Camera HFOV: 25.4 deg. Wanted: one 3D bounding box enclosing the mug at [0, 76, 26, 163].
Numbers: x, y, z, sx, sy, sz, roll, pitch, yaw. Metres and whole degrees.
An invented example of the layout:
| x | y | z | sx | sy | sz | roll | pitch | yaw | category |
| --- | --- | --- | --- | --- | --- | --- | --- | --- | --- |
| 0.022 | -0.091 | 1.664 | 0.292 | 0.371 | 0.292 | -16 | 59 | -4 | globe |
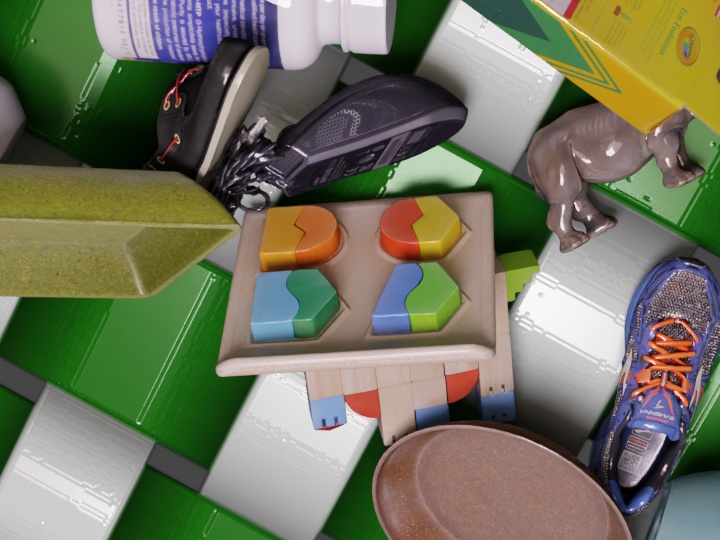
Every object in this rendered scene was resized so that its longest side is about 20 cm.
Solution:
| x | y | z | sx | sy | sz | roll | pitch | yaw | category |
| --- | --- | --- | --- | --- | --- | --- | --- | --- | --- |
| -0.330 | -0.106 | 1.159 | 0.152 | 0.187 | 0.150 | 28 | 70 | -9 | mug |

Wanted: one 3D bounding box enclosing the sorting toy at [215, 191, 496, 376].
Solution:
| x | y | z | sx | sy | sz | roll | pitch | yaw | category |
| --- | --- | --- | --- | --- | --- | --- | --- | --- | --- |
| 0.000 | 0.000 | 1.095 | 0.183 | 0.201 | 0.037 | -4 | 124 | 7 | sorting toy |

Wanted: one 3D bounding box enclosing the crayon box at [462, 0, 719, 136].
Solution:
| x | y | z | sx | sy | sz | roll | pitch | yaw | category |
| --- | --- | --- | --- | --- | --- | --- | --- | --- | --- |
| 0.173 | -0.182 | 1.065 | 0.199 | 0.051 | 0.128 | 35 | 64 | -7 | crayon box |

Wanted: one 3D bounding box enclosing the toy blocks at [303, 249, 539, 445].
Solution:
| x | y | z | sx | sy | sz | roll | pitch | yaw | category |
| --- | --- | --- | --- | --- | --- | --- | --- | --- | --- |
| 0.032 | 0.062 | 1.161 | 0.198 | 0.100 | 0.138 | -10 | 120 | -5 | toy blocks |

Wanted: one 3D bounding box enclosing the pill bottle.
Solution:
| x | y | z | sx | sy | sz | roll | pitch | yaw | category |
| --- | --- | --- | --- | --- | --- | --- | --- | --- | --- |
| -0.076 | -0.200 | 1.102 | 0.198 | 0.120 | 0.121 | 5 | 102 | 6 | pill bottle |

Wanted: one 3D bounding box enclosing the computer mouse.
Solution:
| x | y | z | sx | sy | sz | roll | pitch | yaw | category |
| --- | --- | --- | --- | --- | --- | --- | --- | --- | --- |
| -0.019 | -0.097 | 1.109 | 0.198 | 0.139 | 0.053 | -18 | 78 | -22 | computer mouse |

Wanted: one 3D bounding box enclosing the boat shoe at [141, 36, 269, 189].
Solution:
| x | y | z | sx | sy | sz | roll | pitch | yaw | category |
| --- | --- | --- | --- | --- | --- | --- | --- | --- | --- |
| -0.110 | -0.104 | 1.097 | 0.063 | 0.201 | 0.074 | 34 | 65 | -2 | boat shoe |

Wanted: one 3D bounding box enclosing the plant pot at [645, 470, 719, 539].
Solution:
| x | y | z | sx | sy | sz | roll | pitch | yaw | category |
| --- | --- | --- | --- | --- | --- | --- | --- | --- | --- |
| 0.272 | 0.232 | 1.120 | 0.160 | 0.200 | 0.202 | 21 | 103 | 10 | plant pot |

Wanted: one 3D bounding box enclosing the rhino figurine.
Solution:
| x | y | z | sx | sy | sz | roll | pitch | yaw | category |
| --- | --- | --- | --- | --- | --- | --- | --- | --- | --- |
| 0.207 | -0.098 | 1.123 | 0.199 | 0.060 | 0.088 | -31 | 86 | 8 | rhino figurine |

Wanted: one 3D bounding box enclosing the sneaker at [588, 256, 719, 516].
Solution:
| x | y | z | sx | sy | sz | roll | pitch | yaw | category |
| --- | --- | --- | --- | --- | --- | --- | --- | --- | --- |
| 0.217 | 0.089 | 1.150 | 0.075 | 0.078 | 0.202 | 12 | 103 | 3 | sneaker |

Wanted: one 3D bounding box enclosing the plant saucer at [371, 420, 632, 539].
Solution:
| x | y | z | sx | sy | sz | roll | pitch | yaw | category |
| --- | --- | --- | --- | --- | --- | --- | --- | --- | --- |
| 0.106 | 0.176 | 1.165 | 0.198 | 0.037 | 0.202 | 15 | 133 | 17 | plant saucer |

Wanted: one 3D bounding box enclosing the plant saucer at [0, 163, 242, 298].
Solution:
| x | y | z | sx | sy | sz | roll | pitch | yaw | category |
| --- | --- | --- | --- | --- | --- | --- | --- | --- | --- |
| -0.207 | -0.028 | 1.095 | 0.198 | 0.199 | 0.048 | 2 | 75 | -26 | plant saucer |
